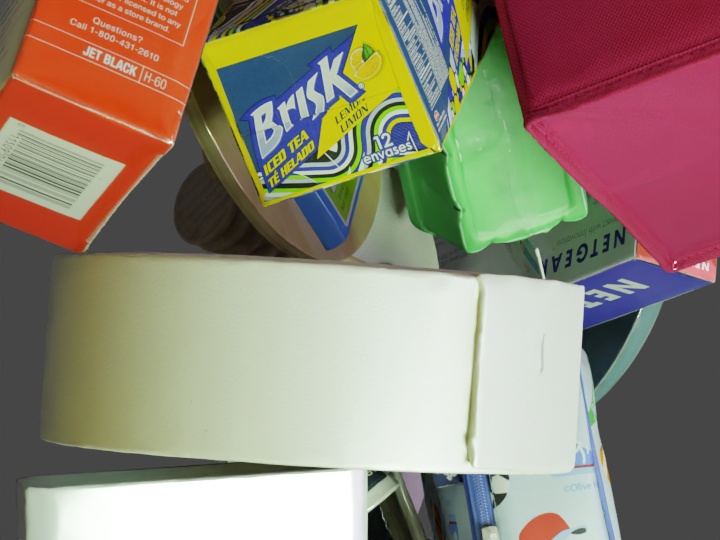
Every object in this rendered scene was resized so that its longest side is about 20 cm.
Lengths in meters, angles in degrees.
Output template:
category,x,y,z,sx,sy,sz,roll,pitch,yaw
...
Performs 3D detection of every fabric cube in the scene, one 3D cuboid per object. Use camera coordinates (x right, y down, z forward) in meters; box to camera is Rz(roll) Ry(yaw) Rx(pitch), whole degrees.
category,x,y,z,sx,sy,sz,roll,pitch,yaw
fabric cube,0.160,-0.145,1.010,0.200,0.196,0.200,38,37,-61

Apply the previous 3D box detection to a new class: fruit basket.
category,x,y,z,sx,sy,sz,roll,pitch,yaw
fruit basket,0.051,-0.104,1.192,0.200,0.093,0.186,-103,178,-62

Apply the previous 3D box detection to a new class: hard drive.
category,x,y,z,sx,sy,sz,roll,pitch,yaw
hard drive,-0.062,0.174,0.947,0.026,0.132,0.201,-158,-113,-71

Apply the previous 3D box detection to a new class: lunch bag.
category,x,y,z,sx,sy,sz,roll,pitch,yaw
lunch bag,0.068,0.112,1.091,0.200,0.075,0.161,101,-19,-84

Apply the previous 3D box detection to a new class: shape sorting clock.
category,x,y,z,sx,sy,sz,roll,pitch,yaw
shape sorting clock,-0.041,-0.099,1.033,0.200,0.039,0.200,40,44,-52

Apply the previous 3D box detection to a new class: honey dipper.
category,x,y,z,sx,sy,sz,roll,pitch,yaw
honey dipper,0.000,0.000,1.099,0.200,0.038,0.038,23,69,-45

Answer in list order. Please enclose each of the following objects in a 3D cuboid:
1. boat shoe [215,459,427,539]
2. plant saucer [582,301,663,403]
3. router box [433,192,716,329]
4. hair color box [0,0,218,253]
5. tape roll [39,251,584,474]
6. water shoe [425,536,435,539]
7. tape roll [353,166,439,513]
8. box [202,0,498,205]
category,x,y,z,sx,sy,sz,roll,pitch,yaw
boat shoe,-0.014,0.091,1.059,0.072,0.066,0.200,-29,107,-32
plant saucer,0.109,-0.008,1.306,0.027,0.200,0.201,16,73,-26
router box,0.105,-0.062,1.258,0.049,0.200,0.180,16,69,-27
hair color box,-0.081,-0.118,0.870,0.102,0.061,0.200,-41,-149,58
tape roll,-0.017,0.034,0.928,0.202,0.202,0.071,10,83,-69
water shoe,-0.001,0.210,1.214,0.200,0.071,0.079,-64,177,-49
tape roll,-0.008,0.049,1.189,0.203,0.037,0.203,2,90,-70
box,0.003,-0.093,0.943,0.200,0.070,0.064,-62,133,-67
